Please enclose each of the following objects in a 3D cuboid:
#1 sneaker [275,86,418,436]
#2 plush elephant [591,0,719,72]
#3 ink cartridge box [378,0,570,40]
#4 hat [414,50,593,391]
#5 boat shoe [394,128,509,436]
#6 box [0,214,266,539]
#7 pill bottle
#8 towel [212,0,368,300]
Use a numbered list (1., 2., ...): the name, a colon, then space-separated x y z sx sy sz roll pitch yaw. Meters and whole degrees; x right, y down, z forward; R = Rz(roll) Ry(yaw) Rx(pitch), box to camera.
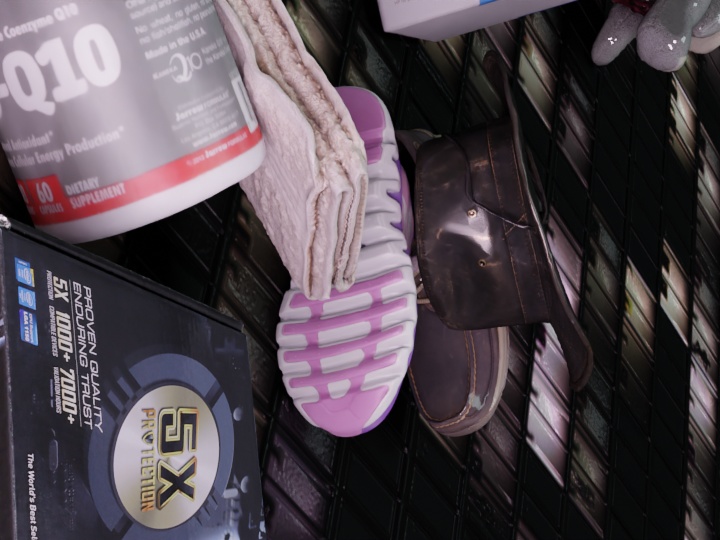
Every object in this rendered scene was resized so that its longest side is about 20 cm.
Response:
1. sneaker: 0.000 0.000 1.127 0.088 0.080 0.201 52 34 -66
2. plush elephant: 0.238 -0.237 1.636 0.200 0.165 0.155 -45 164 -24
3. ink cartridge box: 0.075 -0.268 1.297 0.084 0.144 0.201 -2 80 -64
4. hat: 0.070 -0.020 1.126 0.201 0.081 0.201 -16 90 -88
5. boat shoe: 0.036 0.004 1.206 0.073 0.074 0.201 19 52 -46
6. box: -0.112 0.102 0.746 0.164 0.086 0.201 29 49 -55
7. pill bottle: -0.128 -0.123 0.888 0.114 0.114 0.201 -43 115 -60
8. towel: -0.054 -0.089 0.971 0.200 0.034 0.133 59 -18 24
